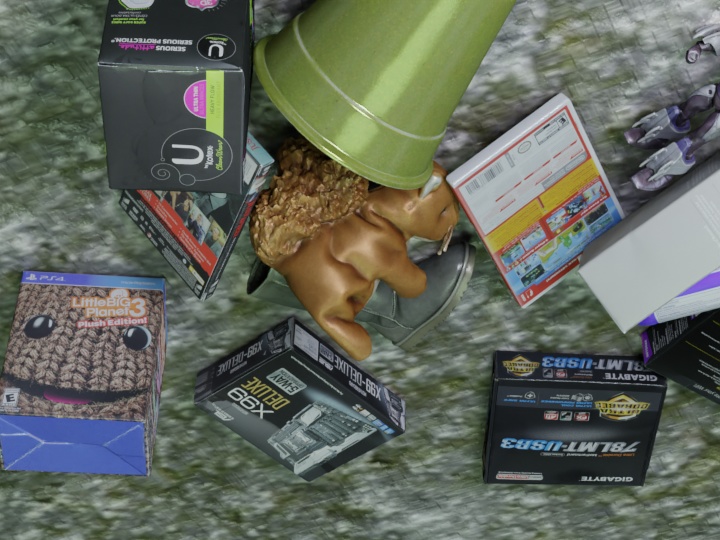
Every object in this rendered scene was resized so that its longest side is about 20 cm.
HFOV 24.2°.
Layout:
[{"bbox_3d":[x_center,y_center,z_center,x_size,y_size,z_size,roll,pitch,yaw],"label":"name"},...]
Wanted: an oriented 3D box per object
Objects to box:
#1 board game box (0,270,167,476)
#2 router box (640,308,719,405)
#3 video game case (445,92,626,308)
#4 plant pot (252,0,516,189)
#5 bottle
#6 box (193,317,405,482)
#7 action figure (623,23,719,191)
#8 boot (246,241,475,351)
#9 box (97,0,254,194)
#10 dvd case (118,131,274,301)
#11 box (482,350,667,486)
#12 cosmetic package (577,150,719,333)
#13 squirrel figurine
[{"bbox_3d":[-0.294,0.109,1.791,0.158,0.201,0.097,3,136,-2],"label":"board game box"},{"bbox_3d":[0.434,0.089,1.861,0.199,0.051,0.149,27,133,-24],"label":"router box"},{"bbox_3d":[0.181,-0.066,1.681,0.142,0.017,0.200,-36,132,-2],"label":"video game case"},{"bbox_3d":[0.036,-0.210,1.481,0.199,0.201,0.190,26,119,-24],"label":"plant pot"},{"bbox_3d":[0.373,-0.002,1.744,0.198,0.084,0.066,-16,124,17],"label":"bottle"},{"bbox_3d":[-0.069,0.153,1.942,0.157,0.050,0.200,-30,129,29],"label":"box"},{"bbox_3d":[0.334,-0.153,1.566,0.069,0.131,0.200,4,148,-39],"label":"action figure"},{"bbox_3d":[0.000,0.001,1.778,0.199,0.073,0.182,27,129,-15],"label":"boot"},{"bbox_3d":[-0.156,-0.188,1.476,0.123,0.201,0.149,3,137,-1],"label":"box"},{"bbox_3d":[-0.165,-0.085,1.646,0.022,0.146,0.201,-26,154,-40],"label":"dvd case"},{"bbox_3d":[0.246,0.177,1.963,0.198,0.050,0.200,2,136,0],"label":"box"},{"bbox_3d":[0.316,-0.036,1.653,0.200,0.107,0.090,-39,94,20],"label":"cosmetic package"},{"bbox_3d":[-0.003,-0.053,1.646,0.187,0.142,0.200,-43,110,9],"label":"squirrel figurine"}]
